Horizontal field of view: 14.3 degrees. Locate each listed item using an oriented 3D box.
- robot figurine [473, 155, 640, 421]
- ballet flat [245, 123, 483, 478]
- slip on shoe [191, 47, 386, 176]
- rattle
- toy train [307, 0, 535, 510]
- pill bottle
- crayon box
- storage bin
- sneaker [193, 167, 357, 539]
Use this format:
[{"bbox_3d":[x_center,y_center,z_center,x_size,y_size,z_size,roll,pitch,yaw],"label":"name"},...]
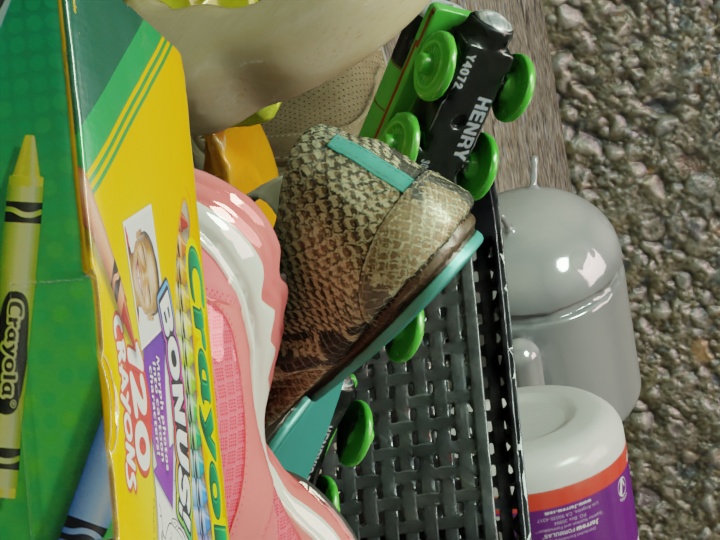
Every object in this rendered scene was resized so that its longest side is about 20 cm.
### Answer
[{"bbox_3d":[0.112,0.032,1.789,0.170,0.113,0.200,-78,160,-57],"label":"robot figurine"},{"bbox_3d":[-0.030,0.022,0.849,0.068,0.075,0.200,-48,173,-40],"label":"ballet flat"},{"bbox_3d":[-0.023,-0.078,1.034,0.200,0.076,0.061,-87,175,-66],"label":"slip on shoe"},{"bbox_3d":[0.022,-0.091,0.861,0.143,0.200,0.130,55,-12,-23],"label":"rattle"},{"bbox_3d":[0.000,0.000,0.931,0.200,0.042,0.056,-66,-151,20],"label":"toy train"},{"bbox_3d":[0.102,0.172,1.592,0.112,0.112,0.200,-78,159,-68],"label":"pill bottle"},{"bbox_3d":[-0.071,0.038,0.651,0.119,0.058,0.200,37,47,-79],"label":"crayon box"},{"bbox_3d":[0.009,0.043,1.107,0.135,0.094,0.200,62,24,-70],"label":"storage bin"},{"bbox_3d":[-0.053,0.072,0.787,0.087,0.074,0.200,-60,143,-50],"label":"sneaker"}]
